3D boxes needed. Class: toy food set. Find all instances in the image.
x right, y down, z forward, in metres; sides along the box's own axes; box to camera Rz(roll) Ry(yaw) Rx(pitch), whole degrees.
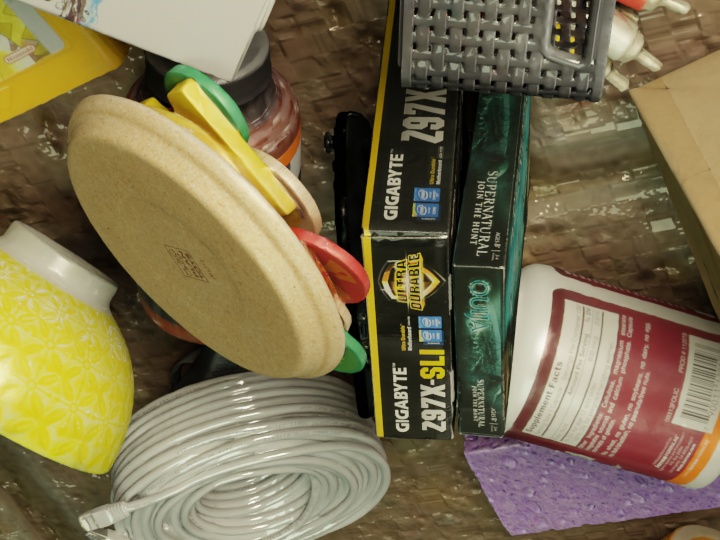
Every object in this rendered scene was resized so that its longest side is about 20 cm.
[{"bbox_3d":[-0.075,-0.017,0.864,0.200,0.049,0.198,52,156,-16],"label":"toy food set"}]

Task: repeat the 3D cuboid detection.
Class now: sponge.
[{"bbox_3d":[0.185,0.139,1.192,0.200,0.030,0.112,-13,132,20],"label":"sponge"}]

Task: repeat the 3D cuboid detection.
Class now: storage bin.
[{"bbox_3d":[0.072,-0.187,0.752,0.094,0.200,0.135,4,136,4],"label":"storage bin"}]

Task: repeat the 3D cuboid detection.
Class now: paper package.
[{"bbox_3d":[0.247,-0.006,0.909,0.103,0.191,0.200,-24,128,7],"label":"paper package"}]

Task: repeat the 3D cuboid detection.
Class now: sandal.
[{"bbox_3d":[-0.097,0.074,1.163,0.076,0.043,0.200,9,141,-30],"label":"sandal"}]

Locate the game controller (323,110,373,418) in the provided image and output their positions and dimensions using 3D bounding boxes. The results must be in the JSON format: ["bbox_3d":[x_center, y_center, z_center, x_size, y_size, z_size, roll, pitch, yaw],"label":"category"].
[{"bbox_3d":[0.000,0.000,1.025,0.042,0.104,0.200,3,136,10],"label":"game controller"}]

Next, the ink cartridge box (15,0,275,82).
[{"bbox_3d":[-0.119,-0.218,0.792,0.200,0.147,0.146,20,135,-12],"label":"ink cartridge box"}]

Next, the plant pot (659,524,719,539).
[{"bbox_3d":[0.233,0.300,1.248,0.200,0.200,0.183,26,119,-17],"label":"plant pot"}]

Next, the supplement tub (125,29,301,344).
[{"bbox_3d":[-0.087,-0.056,0.980,0.107,0.107,0.200,6,136,3],"label":"supplement tub"}]

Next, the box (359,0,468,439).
[{"bbox_3d":[0.034,-0.032,0.918,0.049,0.200,0.160,2,136,5],"label":"box"}]

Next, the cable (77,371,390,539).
[{"bbox_3d":[-0.080,0.144,1.173,0.200,0.069,0.200,-31,146,21],"label":"cable"}]

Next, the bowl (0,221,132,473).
[{"bbox_3d":[-0.221,0.034,1.068,0.200,0.200,0.108,34,89,-23],"label":"bowl"}]

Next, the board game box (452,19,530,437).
[{"bbox_3d":[0.076,-0.026,0.915,0.028,0.200,0.135,3,137,9],"label":"board game box"}]

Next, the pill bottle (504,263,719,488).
[{"bbox_3d":[0.142,0.062,1.059,0.200,0.114,0.114,17,136,-7],"label":"pill bottle"}]

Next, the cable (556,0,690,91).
[{"bbox_3d":[0.082,-0.168,0.877,0.200,0.050,0.097,21,137,-13],"label":"cable"}]

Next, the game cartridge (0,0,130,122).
[{"bbox_3d":[-0.261,-0.165,0.952,0.176,0.032,0.200,-21,130,27],"label":"game cartridge"}]
